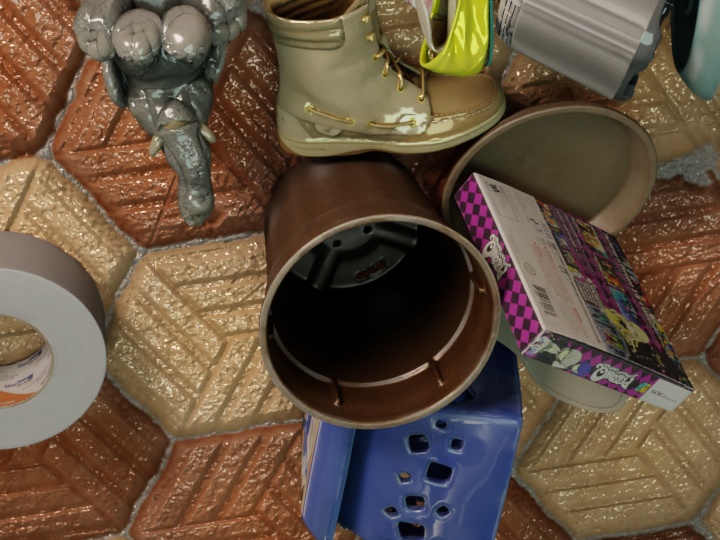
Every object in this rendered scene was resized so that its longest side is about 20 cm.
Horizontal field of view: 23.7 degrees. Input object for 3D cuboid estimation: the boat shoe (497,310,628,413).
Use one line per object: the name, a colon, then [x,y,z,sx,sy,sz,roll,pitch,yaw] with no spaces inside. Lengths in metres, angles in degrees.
boat shoe: [0.162,0.050,1.528,0.200,0.063,0.073,35,122,15]

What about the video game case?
video game case: [0.182,0.017,1.474,0.181,0.200,0.036,21,123,-34]

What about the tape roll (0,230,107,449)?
tape roll: [-0.329,0.064,1.543,0.199,0.066,0.201,-4,124,-6]

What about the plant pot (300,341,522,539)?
plant pot: [0.041,0.144,1.590,0.179,0.200,0.201,7,123,-6]

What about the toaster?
toaster: [0.185,-0.218,1.371,0.129,0.200,0.114,23,84,4]

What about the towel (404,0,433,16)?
towel: [0.035,-0.299,1.389,0.200,0.030,0.146,26,114,-24]

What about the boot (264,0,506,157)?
boot: [0.023,-0.176,1.433,0.199,0.073,0.156,-5,134,0]

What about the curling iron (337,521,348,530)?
curling iron: [0.031,0.278,1.777,0.049,0.026,0.200,-26,132,33]

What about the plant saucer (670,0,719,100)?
plant saucer: [0.274,-0.237,1.374,0.027,0.200,0.201,3,124,2]

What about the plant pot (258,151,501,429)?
plant pot: [0.000,0.000,1.472,0.199,0.198,0.201,-5,118,-9]

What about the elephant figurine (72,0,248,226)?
elephant figurine: [-0.160,-0.164,1.392,0.141,0.155,0.200,23,152,15]

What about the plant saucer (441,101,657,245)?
plant saucer: [0.167,-0.079,1.536,0.199,0.030,0.200,-9,138,-8]

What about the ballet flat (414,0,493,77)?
ballet flat: [0.075,-0.249,1.361,0.067,0.067,0.201,-6,114,-18]
